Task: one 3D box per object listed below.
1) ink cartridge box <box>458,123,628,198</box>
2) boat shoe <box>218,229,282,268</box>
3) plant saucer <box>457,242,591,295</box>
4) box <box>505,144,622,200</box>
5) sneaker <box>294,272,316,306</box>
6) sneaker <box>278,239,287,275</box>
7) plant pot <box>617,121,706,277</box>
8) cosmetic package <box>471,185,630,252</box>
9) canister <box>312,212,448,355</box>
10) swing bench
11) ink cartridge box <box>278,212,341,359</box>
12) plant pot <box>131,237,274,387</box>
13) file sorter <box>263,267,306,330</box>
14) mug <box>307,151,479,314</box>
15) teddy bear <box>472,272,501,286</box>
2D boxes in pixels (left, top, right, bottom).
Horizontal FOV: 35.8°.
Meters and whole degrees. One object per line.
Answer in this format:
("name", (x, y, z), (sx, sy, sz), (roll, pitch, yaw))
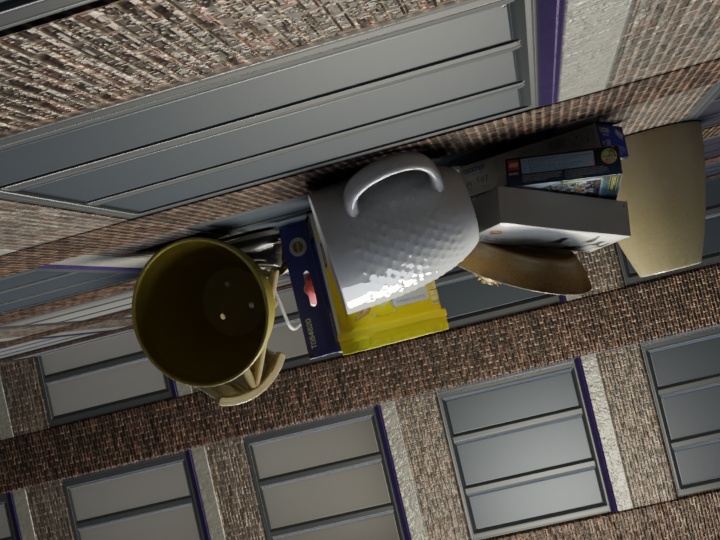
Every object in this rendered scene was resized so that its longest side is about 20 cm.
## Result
("ink cartridge box", (0.237, -0.140, 1.446), (0.198, 0.045, 0.094), (-15, 175, 33))
("boat shoe", (-0.211, -0.011, 1.650), (0.198, 0.058, 0.067), (-15, 177, 10))
("plant saucer", (0.203, -0.019, 1.425), (0.198, 0.036, 0.200), (12, -165, -3))
("box", (0.254, -0.099, 1.408), (0.135, 0.038, 0.200), (-7, 165, 7))
("sneaker", (0.000, 0.006, 1.693), (0.198, 0.074, 0.087), (-23, 177, -22))
("sneaker", (-0.068, -0.042, 1.744), (0.089, 0.068, 0.200), (-21, -179, -31))
("plant pot", (0.440, -0.099, 1.662), (0.185, 0.202, 0.187), (-14, 177, -1))
("cosmetic package", (0.229, -0.060, 1.371), (0.198, 0.051, 0.082), (4, 163, -27))
("canister", (0.024, -0.006, 1.446), (0.147, 0.203, 0.086), (-12, 177, -28))
("swing bench", (-0.213, 0.093, 1.784), (0.128, 0.203, 0.198), (-12, -167, -26))
("ink cartridge box", (-0.006, 0.006, 1.545), (0.198, 0.202, 0.041), (-16, 175, 11))
("plant pot", (-0.200, 0.050, 1.559), (0.198, 0.203, 0.142), (-14, -178, 15))
("file sorter", (-0.039, 0.011, 1.907), (0.198, 0.126, 0.139), (-15, -167, 26))
("mug", (0.040, -0.061, 1.273), (0.173, 0.149, 0.201), (-19, 147, -3))
("teddy bear", (0.216, -0.073, 1.569), (0.144, 0.202, 0.067), (30, -172, 13))
